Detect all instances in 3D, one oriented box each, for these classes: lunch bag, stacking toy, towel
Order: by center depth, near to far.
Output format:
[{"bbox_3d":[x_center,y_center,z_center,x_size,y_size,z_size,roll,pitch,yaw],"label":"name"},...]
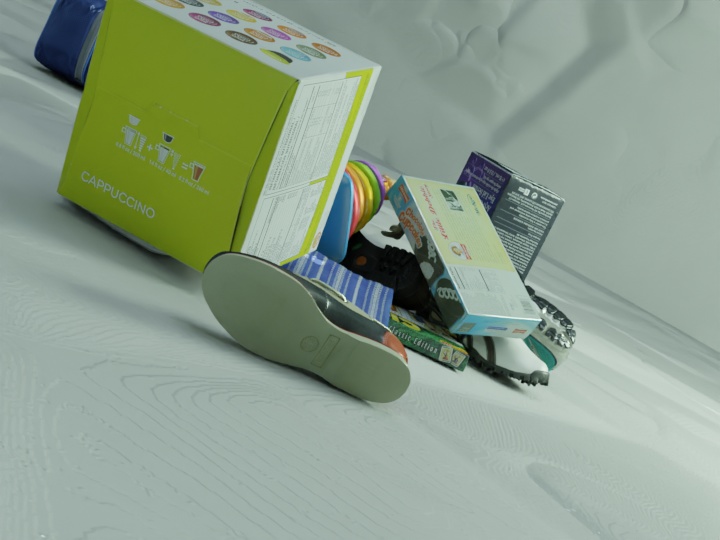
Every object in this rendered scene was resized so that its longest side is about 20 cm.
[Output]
[{"bbox_3d":[-0.056,-0.001,1.258,0.198,0.024,0.145,28,16,-4],"label":"towel"},{"bbox_3d":[-0.012,-0.086,1.432,0.115,0.111,0.199,17,20,30],"label":"stacking toy"},{"bbox_3d":[-0.408,-0.354,1.985,0.131,0.137,0.200,28,7,7],"label":"lunch bag"}]

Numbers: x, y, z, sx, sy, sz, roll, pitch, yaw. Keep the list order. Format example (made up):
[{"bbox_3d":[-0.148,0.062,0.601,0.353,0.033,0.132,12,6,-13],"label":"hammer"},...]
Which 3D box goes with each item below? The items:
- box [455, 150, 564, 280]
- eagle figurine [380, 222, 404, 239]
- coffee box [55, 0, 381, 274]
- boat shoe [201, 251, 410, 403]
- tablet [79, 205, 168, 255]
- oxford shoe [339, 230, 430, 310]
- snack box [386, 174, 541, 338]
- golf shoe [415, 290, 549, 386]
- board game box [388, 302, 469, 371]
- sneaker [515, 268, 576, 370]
[{"bbox_3d":[0.190,-0.054,1.850,0.103,0.202,0.148,22,9,-25],"label":"box"},{"bbox_3d":[0.124,0.002,1.682,0.151,0.150,0.201,-39,97,-38],"label":"eagle figurine"},{"bbox_3d":[-0.129,-0.132,1.158,0.198,0.202,0.197,27,21,15],"label":"coffee box"},{"bbox_3d":[-0.044,0.039,1.007,0.199,0.071,0.063,31,22,-22],"label":"boat shoe"},{"bbox_3d":[-0.190,-0.040,1.230,0.129,0.014,0.199,32,9,24],"label":"tablet"},{"bbox_3d":[0.000,0.000,1.459,0.199,0.073,0.085,30,-16,38],"label":"oxford shoe"},{"bbox_3d":[0.114,-0.017,1.403,0.115,0.037,0.202,7,47,-38],"label":"snack box"},{"bbox_3d":[0.149,0.058,1.436,0.199,0.095,0.077,36,11,36],"label":"golf shoe"},{"bbox_3d":[0.020,0.046,1.346,0.198,0.024,0.105,26,11,-11],"label":"board game box"},{"bbox_3d":[0.171,0.048,1.534,0.200,0.080,0.077,45,38,13],"label":"sneaker"}]
